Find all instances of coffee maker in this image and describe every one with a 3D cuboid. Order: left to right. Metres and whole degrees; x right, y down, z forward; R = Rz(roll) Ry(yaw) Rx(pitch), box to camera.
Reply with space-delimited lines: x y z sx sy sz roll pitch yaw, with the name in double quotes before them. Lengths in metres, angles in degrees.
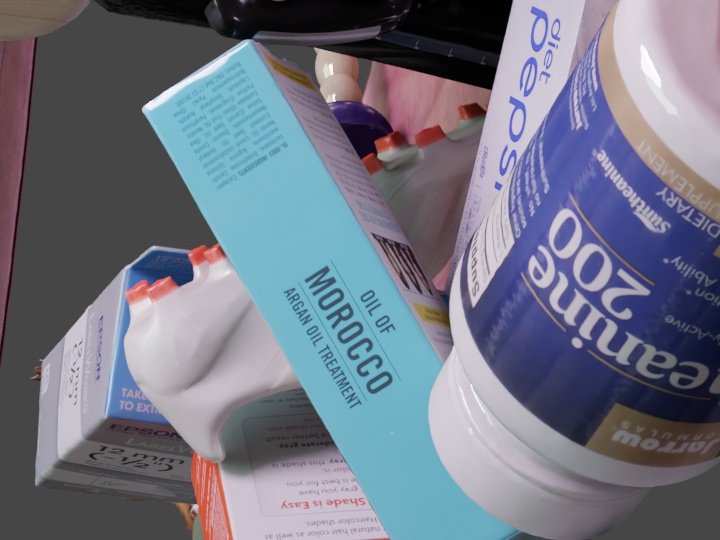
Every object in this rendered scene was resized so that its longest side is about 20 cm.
"coffee maker" -0.002 -0.148 1.103 0.192 0.199 0.135 -158 80 -70

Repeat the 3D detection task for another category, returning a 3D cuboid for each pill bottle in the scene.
"pill bottle" 0.095 -0.002 0.896 0.200 0.111 0.111 120 152 -45

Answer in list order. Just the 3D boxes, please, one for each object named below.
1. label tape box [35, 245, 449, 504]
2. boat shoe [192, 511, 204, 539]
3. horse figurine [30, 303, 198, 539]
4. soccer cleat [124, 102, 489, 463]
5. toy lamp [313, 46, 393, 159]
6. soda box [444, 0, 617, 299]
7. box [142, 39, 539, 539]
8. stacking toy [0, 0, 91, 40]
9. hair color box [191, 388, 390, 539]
"label tape box" -0.050 0.053 1.222 0.200 0.143 0.066 143 133 -66
"boat shoe" -0.029 0.153 1.289 0.063 0.073 0.200 -33 24 4
"horse figurine" -0.115 0.079 1.528 0.200 0.050 0.133 -9 90 61
"soccer cleat" 0.000 0.000 1.112 0.078 0.200 0.069 62 166 -9
"toy lamp" -0.016 -0.136 1.354 0.058 0.058 0.201 125 148 -52
"soda box" 0.090 -0.072 1.012 0.068 0.063 0.201 -142 63 -68
"box" 0.000 0.017 1.023 0.200 0.049 0.082 60 -170 10
"stacking toy" -0.135 -0.190 1.084 0.085 0.085 0.201 127 151 -53
"hair color box" 0.002 0.122 1.090 0.200 0.110 0.064 -106 17 -52
